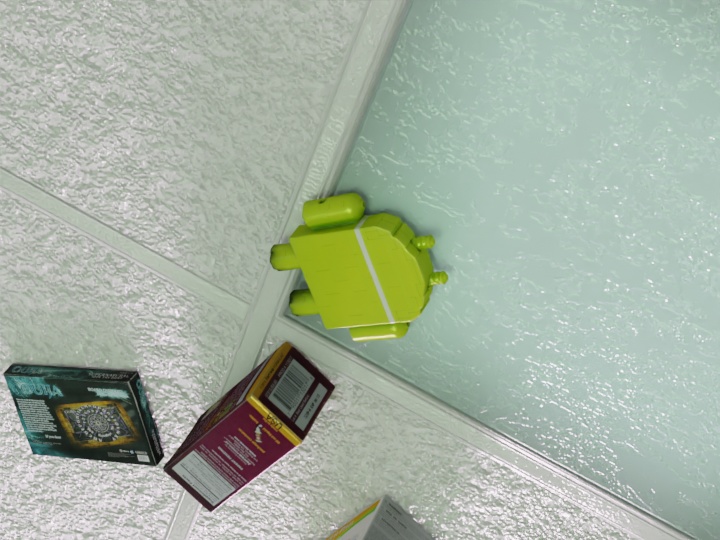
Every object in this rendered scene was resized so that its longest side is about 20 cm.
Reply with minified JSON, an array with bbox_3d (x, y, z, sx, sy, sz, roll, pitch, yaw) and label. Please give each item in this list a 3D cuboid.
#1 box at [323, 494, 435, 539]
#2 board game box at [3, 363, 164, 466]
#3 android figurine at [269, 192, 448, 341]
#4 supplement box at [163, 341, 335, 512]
[{"bbox_3d":[-0.005,0.390,1.834,0.112,0.102,0.200,42,128,-6],"label":"box"},{"bbox_3d":[-0.362,0.188,1.911,0.198,0.028,0.136,2,122,24],"label":"board game box"},{"bbox_3d":[0.000,0.000,1.613,0.199,0.041,0.183,-9,117,30],"label":"android figurine"},{"bbox_3d":[-0.134,0.190,1.756,0.086,0.111,0.200,43,129,-7],"label":"supplement box"}]
